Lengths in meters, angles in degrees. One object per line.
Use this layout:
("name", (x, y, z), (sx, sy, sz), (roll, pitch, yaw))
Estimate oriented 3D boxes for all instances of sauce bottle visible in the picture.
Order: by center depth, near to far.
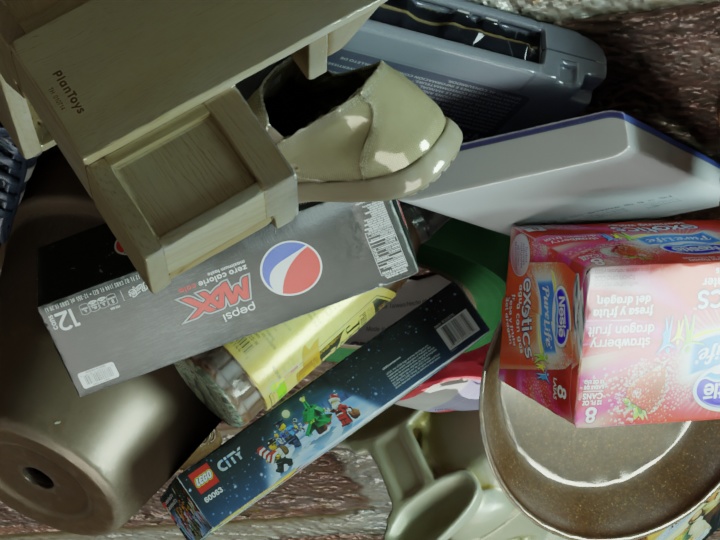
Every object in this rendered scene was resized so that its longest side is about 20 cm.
("sauce bottle", (-0.016, 0.005, 1.328), (0.065, 0.200, 0.065), (46, 166, 15))

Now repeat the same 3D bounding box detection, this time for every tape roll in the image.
("tape roll", (0.000, 0.000, 1.467), (0.199, 0.048, 0.201), (2, 156, 1))

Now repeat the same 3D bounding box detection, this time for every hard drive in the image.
("hard drive", (0.117, -0.049, 1.295), (0.131, 0.026, 0.200), (-12, 170, 23))

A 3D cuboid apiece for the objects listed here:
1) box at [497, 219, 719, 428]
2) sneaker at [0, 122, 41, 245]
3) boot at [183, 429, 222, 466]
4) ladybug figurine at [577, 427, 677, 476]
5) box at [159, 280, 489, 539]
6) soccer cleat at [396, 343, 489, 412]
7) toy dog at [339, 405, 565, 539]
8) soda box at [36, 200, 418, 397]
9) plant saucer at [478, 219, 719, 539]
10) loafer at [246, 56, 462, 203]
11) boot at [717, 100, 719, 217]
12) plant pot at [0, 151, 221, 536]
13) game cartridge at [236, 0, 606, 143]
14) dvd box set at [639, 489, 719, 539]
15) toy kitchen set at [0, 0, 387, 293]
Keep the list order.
("box", (0.188, 0.027, 1.334), (0.199, 0.096, 0.100), (-2, -165, -24))
("sneaker", (-0.215, -0.054, 1.330), (0.074, 0.085, 0.200), (12, 154, -18))
("boot", (-0.136, 0.109, 1.724), (0.075, 0.074, 0.200), (-9, 164, -18))
("ladybug figurine", (0.169, 0.080, 1.507), (0.199, 0.137, 0.072), (9, 147, -29))
("box", (-0.024, 0.087, 1.384), (0.199, 0.038, 0.137), (-35, 176, -14))
("soccer cleat", (0.092, 0.071, 1.597), (0.198, 0.067, 0.077), (4, 162, 4))
("toy dog", (0.103, 0.149, 1.713), (0.194, 0.140, 0.200), (-41, 143, 5))
("soda box", (-0.073, -0.005, 1.262), (0.199, 0.071, 0.064), (-19, 119, 4))
("plant saucer", (0.154, 0.064, 1.404), (0.199, 0.202, 0.037), (16, -174, -27))
("loafer", (-0.038, -0.073, 1.207), (0.199, 0.076, 0.069), (-6, 122, 36))
("boot", (0.229, -0.031, 1.238), (0.076, 0.156, 0.200), (-1, 155, 9))
("plant pot", (-0.153, 0.058, 1.389), (0.199, 0.175, 0.201), (19, 148, 13))
("game cartridge", (0.015, -0.105, 1.250), (0.199, 0.041, 0.133), (13, 150, -20))
("dvd box set", (0.250, 0.148, 1.657), (0.146, 0.029, 0.200), (-41, 160, -7))
("toy kitchen set", (-0.078, -0.087, 1.148), (0.163, 0.201, 0.181), (-30, 159, -12))
